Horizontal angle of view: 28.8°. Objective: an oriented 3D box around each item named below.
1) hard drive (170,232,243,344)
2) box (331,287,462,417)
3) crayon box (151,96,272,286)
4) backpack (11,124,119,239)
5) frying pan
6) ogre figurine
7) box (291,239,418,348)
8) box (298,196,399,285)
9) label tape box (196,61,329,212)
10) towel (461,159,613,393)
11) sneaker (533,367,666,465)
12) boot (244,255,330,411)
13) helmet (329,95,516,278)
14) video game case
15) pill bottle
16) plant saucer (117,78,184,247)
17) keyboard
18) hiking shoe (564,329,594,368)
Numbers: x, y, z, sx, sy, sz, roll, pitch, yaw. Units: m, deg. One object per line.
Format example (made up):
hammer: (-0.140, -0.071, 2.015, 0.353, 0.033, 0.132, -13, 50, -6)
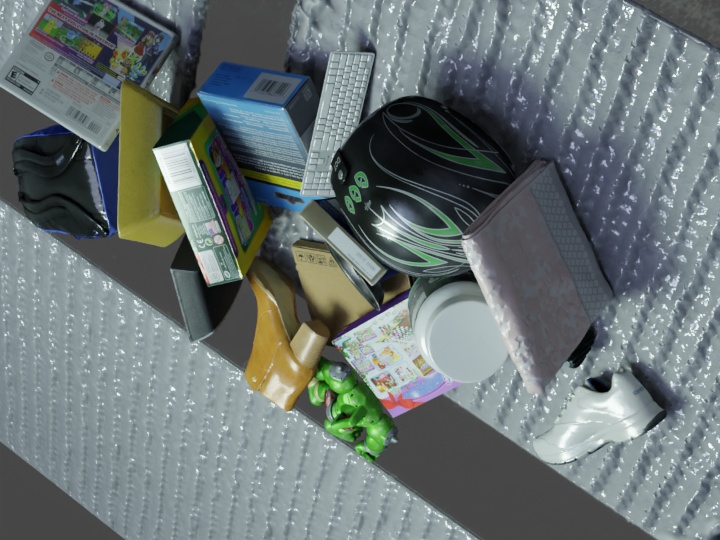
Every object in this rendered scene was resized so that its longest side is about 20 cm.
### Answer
hard drive: (-0.203, -0.006, 1.916, 0.042, 0.200, 0.135, -2, 122, 14)
box: (0.076, 0.098, 1.820, 0.200, 0.039, 0.137, -30, 103, 39)
crayon box: (-0.189, -0.109, 1.827, 0.058, 0.173, 0.201, -12, 115, 15)
backpack: (-0.385, -0.130, 1.990, 0.199, 0.168, 0.163, 1, 102, 38)
frying pan: (-0.010, -0.012, 1.761, 0.115, 0.031, 0.190, 50, 172, 21)
ogre figurine: (-0.016, 0.190, 1.969, 0.120, 0.098, 0.201, -9, 103, 58)
box: (0.004, 0.045, 1.892, 0.199, 0.021, 0.164, 10, 127, 37)
box: (0.002, -0.041, 1.705, 0.121, 0.200, 0.032, 44, 104, 6)
label tape box: (-0.102, -0.164, 1.779, 0.144, 0.063, 0.200, 15, 148, 34)
towel: (0.199, 0.003, 1.548, 0.032, 0.191, 0.201, -8, 116, 43)
sneaker: (0.284, 0.178, 1.717, 0.200, 0.074, 0.087, -33, 84, 44)
boot: (-0.132, 0.087, 1.951, 0.201, 0.071, 0.144, 48, 120, 31)
helmet: (0.080, -0.085, 1.592, 0.191, 0.200, 0.200, 45, 142, 22)
video game case: (-0.367, -0.281, 1.872, 0.200, 0.183, 0.023, 31, 176, 21)
pill bottle: (0.116, 0.061, 1.640, 0.113, 0.113, 0.200, 58, -177, -10)
plant saucer: (-0.261, -0.136, 1.835, 0.048, 0.200, 0.201, 1, 87, 9)
keyboard: (-0.030, -0.175, 1.699, 0.011, 0.056, 0.201, 54, 140, 45)
hiking shoe: (0.197, 0.043, 1.644, 0.086, 0.074, 0.200, 11, 145, 44)
